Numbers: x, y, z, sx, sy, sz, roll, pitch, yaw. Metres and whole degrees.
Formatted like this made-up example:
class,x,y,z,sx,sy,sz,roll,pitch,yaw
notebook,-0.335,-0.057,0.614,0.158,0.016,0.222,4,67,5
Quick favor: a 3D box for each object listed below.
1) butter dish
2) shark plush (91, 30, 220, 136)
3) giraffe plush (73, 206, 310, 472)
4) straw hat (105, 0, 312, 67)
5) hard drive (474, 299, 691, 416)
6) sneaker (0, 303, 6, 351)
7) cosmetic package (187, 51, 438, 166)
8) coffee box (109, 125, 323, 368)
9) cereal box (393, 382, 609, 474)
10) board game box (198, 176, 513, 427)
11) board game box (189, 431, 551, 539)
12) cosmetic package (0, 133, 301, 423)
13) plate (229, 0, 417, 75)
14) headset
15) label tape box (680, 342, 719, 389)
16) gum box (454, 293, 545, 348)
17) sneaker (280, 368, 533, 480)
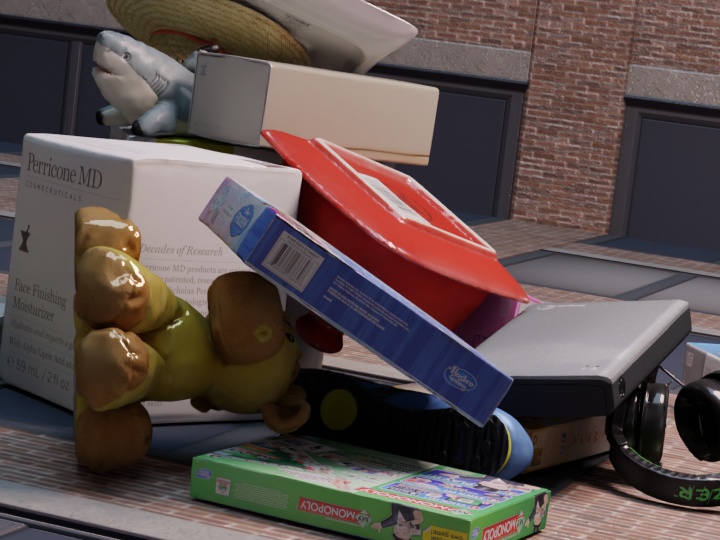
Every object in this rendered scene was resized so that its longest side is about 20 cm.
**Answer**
class,x,y,z,sx,sy,sz,roll,pitch,yaw
butter dish,0.000,0.000,1.659,0.199,0.148,0.200,21,17,-48
shark plush,-0.137,-0.157,1.770,0.198,0.084,0.091,4,8,-19
giraffe plush,-0.115,0.056,1.407,0.161,0.174,0.200,0,-24,-9
straw hat,-0.150,-0.176,1.854,0.200,0.086,0.201,17,-19,6
hard drive,0.159,0.065,1.565,0.139,0.033,0.200,-2,14,26
sneaker,-0.324,0.054,1.660,0.199,0.075,0.087,10,-8,-33
cosmetic package,-0.039,-0.139,1.766,0.199,0.074,0.103,2,9,-42
coffee box,-0.132,-0.022,1.850,0.196,0.201,0.200,6,7,-12
cereal box,0.112,0.117,1.618,0.143,0.040,0.200,12,7,30
board game box,-0.008,0.018,1.417,0.199,0.044,0.199,35,-1,-17
board game box,0.007,0.145,1.338,0.199,0.029,0.134,10,8,26
cosmetic package,-0.166,0.004,1.603,0.164,0.202,0.164,1,8,-40
plate,-0.072,-0.218,1.848,0.198,0.033,0.200,24,-19,-15
headset,0.242,0.124,1.562,0.122,0.095,0.200,-4,30,-7
label tape box,0.384,0.116,1.809,0.142,0.067,0.200,5,10,-13
gum box,0.125,0.062,1.785,0.113,0.067,0.200,10,-9,32
sneaker,0.029,0.117,1.481,0.199,0.066,0.078,10,-4,23
